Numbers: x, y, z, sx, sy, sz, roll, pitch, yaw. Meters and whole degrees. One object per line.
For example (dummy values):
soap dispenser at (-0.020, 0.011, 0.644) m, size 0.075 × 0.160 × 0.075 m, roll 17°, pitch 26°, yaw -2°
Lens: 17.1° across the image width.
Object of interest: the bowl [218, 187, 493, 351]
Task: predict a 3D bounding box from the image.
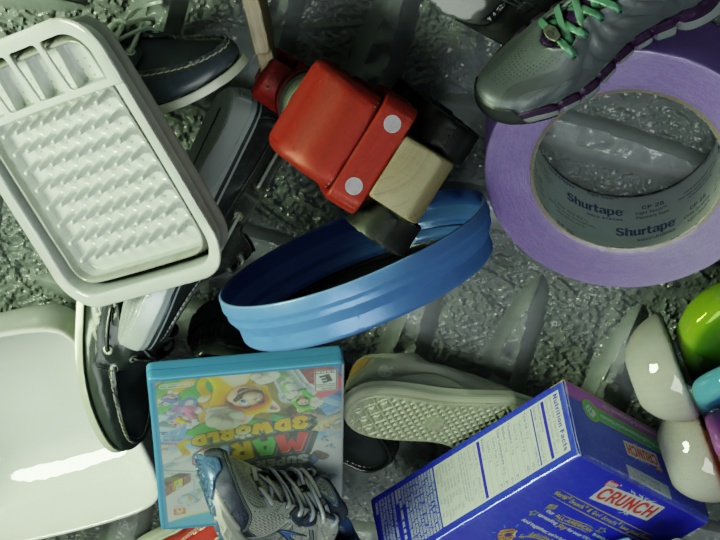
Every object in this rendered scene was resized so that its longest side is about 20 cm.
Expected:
bowl at (0.000, 0.000, 1.659) m, size 0.199 × 0.201 × 0.040 m, roll -17°, pitch 104°, yaw 17°

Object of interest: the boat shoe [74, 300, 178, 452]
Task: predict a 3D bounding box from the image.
boat shoe at (-0.165, 0.036, 1.744) m, size 0.066 × 0.074 × 0.201 m, roll 1°, pitch 97°, yaw 24°

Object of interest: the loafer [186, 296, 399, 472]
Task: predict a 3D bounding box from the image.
loafer at (-0.053, 0.099, 1.821) m, size 0.200 × 0.071 × 0.068 m, roll 38°, pitch 122°, yaw -22°

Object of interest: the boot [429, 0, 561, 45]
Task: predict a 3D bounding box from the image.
boot at (0.101, -0.253, 1.546) m, size 0.165 × 0.066 × 0.200 m, roll 37°, pitch 126°, yaw -20°

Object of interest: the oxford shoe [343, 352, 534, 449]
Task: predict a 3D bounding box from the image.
oxford shoe at (0.075, 0.101, 1.825) m, size 0.199 × 0.058 × 0.075 m, roll 12°, pitch 131°, yaw -23°

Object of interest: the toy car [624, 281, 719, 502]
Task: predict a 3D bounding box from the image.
toy car at (0.297, 0.103, 1.735) m, size 0.174 × 0.150 × 0.201 m, roll -19°, pitch 124°, yaw 8°

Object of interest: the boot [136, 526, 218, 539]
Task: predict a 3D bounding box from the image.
boot at (-0.114, 0.242, 1.891) m, size 0.200 × 0.145 × 0.072 m, roll -35°, pitch 116°, yaw 26°

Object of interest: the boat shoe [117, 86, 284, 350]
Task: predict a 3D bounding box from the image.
boat shoe at (-0.104, -0.028, 1.683) m, size 0.071 × 0.072 × 0.201 m, roll 26°, pitch 93°, yaw -20°

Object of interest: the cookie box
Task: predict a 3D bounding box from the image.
cookie box at (0.138, 0.186, 1.841) m, size 0.200 × 0.076 × 0.171 m, roll -34°, pitch 137°, yaw 27°

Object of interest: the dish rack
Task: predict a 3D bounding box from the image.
dish rack at (-0.180, -0.077, 1.602) m, size 0.171 × 0.044 × 0.201 m, roll -15°, pitch 112°, yaw 43°

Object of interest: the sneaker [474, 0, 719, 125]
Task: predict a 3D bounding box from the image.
sneaker at (0.153, -0.175, 1.547) m, size 0.199 × 0.074 × 0.088 m, roll -33°, pitch 144°, yaw -13°

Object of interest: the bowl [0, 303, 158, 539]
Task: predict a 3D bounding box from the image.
bowl at (-0.265, 0.111, 1.846) m, size 0.198 × 0.075 × 0.201 m, roll -15°, pitch 126°, yaw 16°

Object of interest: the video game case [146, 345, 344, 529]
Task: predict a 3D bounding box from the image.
video game case at (-0.084, 0.128, 1.784) m, size 0.142 × 0.018 × 0.201 m, roll -5°, pitch 142°, yaw -5°

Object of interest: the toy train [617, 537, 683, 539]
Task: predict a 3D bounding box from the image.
toy train at (0.176, 0.259, 1.817) m, size 0.199 × 0.087 × 0.115 m, roll -15°, pitch 138°, yaw 2°

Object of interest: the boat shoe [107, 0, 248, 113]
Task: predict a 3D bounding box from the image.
boat shoe at (-0.167, -0.141, 1.631) m, size 0.199 × 0.075 × 0.062 m, roll -4°, pitch 115°, yaw 38°

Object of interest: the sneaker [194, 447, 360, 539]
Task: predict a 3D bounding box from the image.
sneaker at (-0.059, 0.174, 1.788) m, size 0.085 × 0.077 × 0.200 m, roll -27°, pitch 147°, yaw 8°

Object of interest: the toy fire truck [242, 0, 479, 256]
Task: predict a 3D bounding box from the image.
toy fire truck at (-0.027, -0.125, 1.593) m, size 0.199 × 0.176 × 0.129 m, roll 31°, pitch 97°, yaw -11°

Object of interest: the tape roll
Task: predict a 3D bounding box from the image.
tape roll at (0.186, -0.086, 1.662) m, size 0.198 × 0.066 × 0.201 m, roll 2°, pitch 127°, yaw 3°
